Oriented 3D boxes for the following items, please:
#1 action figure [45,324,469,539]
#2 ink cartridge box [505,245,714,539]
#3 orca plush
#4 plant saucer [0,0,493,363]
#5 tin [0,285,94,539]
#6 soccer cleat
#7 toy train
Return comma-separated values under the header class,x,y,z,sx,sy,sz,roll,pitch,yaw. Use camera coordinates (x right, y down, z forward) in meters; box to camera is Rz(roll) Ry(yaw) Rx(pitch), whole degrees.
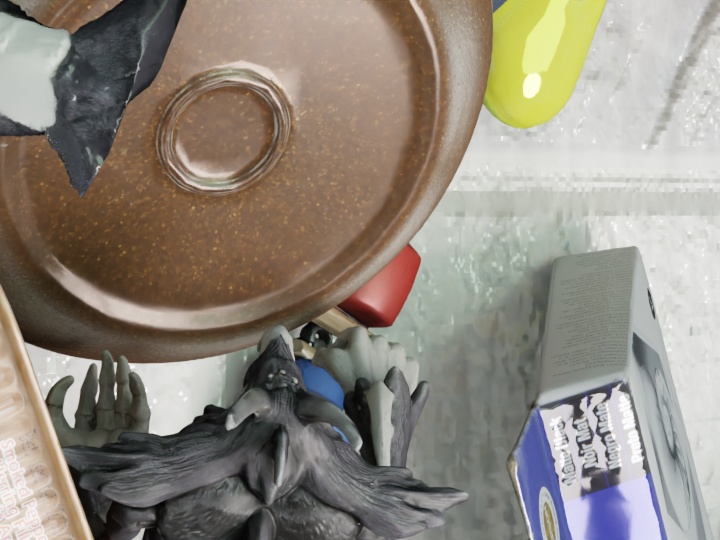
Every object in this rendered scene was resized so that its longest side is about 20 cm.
class,x,y,z,sx,sy,sz,roll,pitch,yaw
action figure,-0.039,0.065,0.759,0.119,0.200,0.102,3,58,-13
ink cartridge box,0.105,0.113,0.926,0.200,0.041,0.200,-67,143,-68
orca plush,-0.136,-0.094,0.678,0.071,0.200,0.105,-43,143,-61
plant saucer,-0.046,-0.048,0.757,0.200,0.037,0.201,-11,125,-17
tin,-0.117,0.050,0.721,0.042,0.112,0.200,-28,119,-23
soccer cleat,0.090,-0.149,0.940,0.065,0.084,0.200,30,71,-40
toy train,0.000,0.000,0.886,0.034,0.046,0.200,37,67,-39
